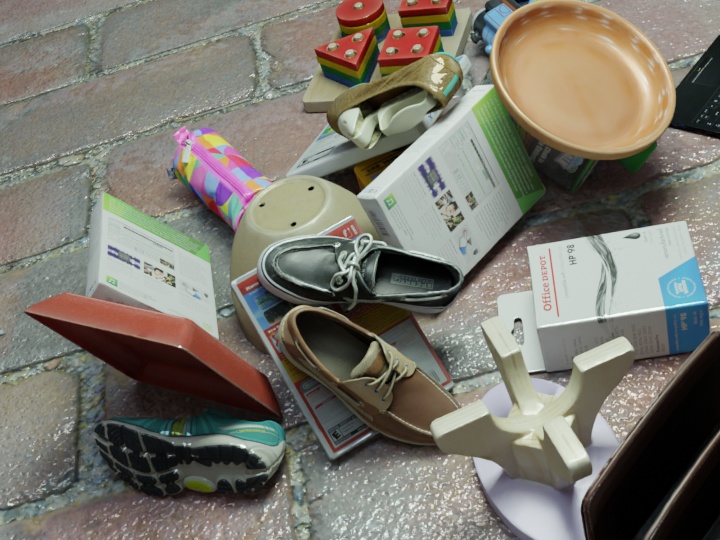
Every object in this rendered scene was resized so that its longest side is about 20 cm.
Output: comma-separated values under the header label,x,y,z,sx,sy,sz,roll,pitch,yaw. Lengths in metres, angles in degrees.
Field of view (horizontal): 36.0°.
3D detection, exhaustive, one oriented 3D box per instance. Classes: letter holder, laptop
label,x,y,z,sx,sy,sz,roll,pitch,yaw
letter holder,0.272,0.165,0.869,0.100,0.143,0.200,24,57,38
laptop,0.457,-0.238,1.250,0.199,0.104,0.177,21,55,36

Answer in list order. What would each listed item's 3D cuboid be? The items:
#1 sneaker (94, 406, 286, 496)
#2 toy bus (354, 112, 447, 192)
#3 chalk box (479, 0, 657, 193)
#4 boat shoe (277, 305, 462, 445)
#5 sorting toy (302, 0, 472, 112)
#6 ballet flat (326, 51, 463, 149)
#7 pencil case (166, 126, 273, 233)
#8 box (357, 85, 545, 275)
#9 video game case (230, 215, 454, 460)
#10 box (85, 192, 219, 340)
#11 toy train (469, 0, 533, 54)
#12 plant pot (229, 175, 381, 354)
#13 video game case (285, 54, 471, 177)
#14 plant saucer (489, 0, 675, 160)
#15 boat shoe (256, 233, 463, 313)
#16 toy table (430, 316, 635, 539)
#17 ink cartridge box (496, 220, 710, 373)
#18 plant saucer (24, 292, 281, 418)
label,x,y,z,sx,sy,sz,roll,pitch,yaw
sneaker,-0.167,0.174,1.094,0.199,0.078,0.080,3,27,17
toy bus,0.092,-0.132,1.305,0.199,0.065,0.078,-28,42,-8
chalk box,0.239,-0.186,1.237,0.200,0.125,0.124,33,57,5
boat shoe,0.009,0.099,1.037,0.199,0.072,0.076,29,74,3
sorting toy,0.033,-0.307,1.508,0.198,0.070,0.201,1,46,21
ballet flat,0.028,-0.172,1.206,0.199,0.068,0.073,-16,44,41
pencil case,-0.161,-0.105,1.360,0.088,0.089,0.200,-35,45,-16
box,0.102,-0.081,1.178,0.200,0.145,0.036,-43,29,-23
video game case,-0.018,0.064,1.091,0.143,0.017,0.201,-29,81,-11
box,-0.228,0.003,1.214,0.036,0.144,0.200,-51,27,21
toy train,0.217,-0.303,1.427,0.114,0.087,0.200,-30,43,-3
plant pot,-0.059,-0.023,1.197,0.199,0.135,0.201,-11,42,10
video game case,0.023,-0.181,1.343,0.199,0.022,0.183,-18,26,36
plant saucer,0.226,-0.193,1.144,0.199,0.037,0.201,6,60,-11
boat shoe,0.000,0.003,1.062,0.198,0.068,0.074,13,76,-2
toy table,0.159,0.138,0.960,0.183,0.117,0.200,-31,42,-13
ink cartridge box,0.229,0.028,1.084,0.199,0.067,0.116,-10,44,11
plant saucer,-0.195,0.079,1.092,0.199,0.200,0.037,10,69,29
